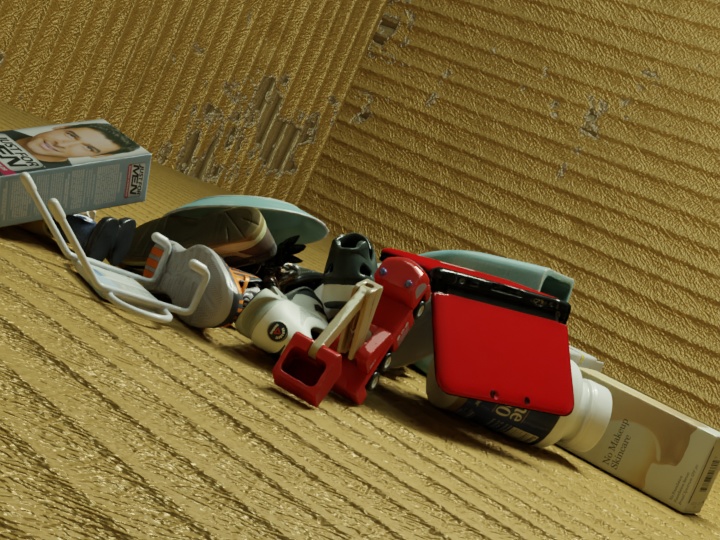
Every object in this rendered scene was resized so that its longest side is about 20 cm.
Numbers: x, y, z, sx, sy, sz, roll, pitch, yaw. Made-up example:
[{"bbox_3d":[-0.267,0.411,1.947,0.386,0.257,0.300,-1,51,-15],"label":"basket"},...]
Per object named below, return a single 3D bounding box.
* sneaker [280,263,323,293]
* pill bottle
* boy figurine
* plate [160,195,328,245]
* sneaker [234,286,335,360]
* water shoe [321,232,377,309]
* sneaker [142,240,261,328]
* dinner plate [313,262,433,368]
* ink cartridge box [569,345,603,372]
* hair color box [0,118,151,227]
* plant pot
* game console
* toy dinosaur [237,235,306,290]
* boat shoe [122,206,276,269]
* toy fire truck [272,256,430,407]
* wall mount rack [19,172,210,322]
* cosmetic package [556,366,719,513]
[{"bbox_3d":[-0.028,0.046,1.673,0.199,0.077,0.114,19,7,-22],"label":"sneaker"},{"bbox_3d":[0.185,0.137,1.428,0.199,0.111,0.111,23,4,-15],"label":"pill bottle"},{"bbox_3d":[-0.342,-0.069,1.361,0.199,0.065,0.124,29,12,23],"label":"boy figurine"},{"bbox_3d":[-0.136,-0.060,1.462,0.199,0.026,0.200,1,-12,0],"label":"plate"},{"bbox_3d":[-0.061,0.068,1.264,0.088,0.074,0.200,39,8,9],"label":"sneaker"},{"bbox_3d":[0.000,0.000,1.326,0.071,0.079,0.200,6,2,2],"label":"water shoe"},{"bbox_3d":[-0.140,0.020,1.278,0.112,0.078,0.200,21,5,-32],"label":"sneaker"},{"bbox_3d":[0.023,0.042,1.415,0.199,0.024,0.201,-6,34,4],"label":"dinner plate"},{"bbox_3d":[0.240,0.149,1.596,0.068,0.116,0.200,26,3,26],"label":"ink cartridge box"},{"bbox_3d":[-0.329,-0.103,1.286,0.199,0.061,0.099,-14,38,-43],"label":"hair color box"},{"bbox_3d":[0.155,0.067,1.703,0.199,0.197,0.196,20,2,22],"label":"plant pot"},{"bbox_3d":[0.124,0.065,1.337,0.199,0.119,0.172,15,4,-36],"label":"game console"},{"bbox_3d":[-0.140,0.012,1.493,0.135,0.103,0.200,9,28,38],"label":"toy dinosaur"},{"bbox_3d":[-0.186,-0.021,1.387,0.199,0.073,0.065,-5,-44,30],"label":"boat shoe"},{"bbox_3d":[-0.002,0.055,1.168,0.049,0.200,0.141,26,-24,20],"label":"toy fire truck"},{"bbox_3d":[-0.245,-0.020,1.185,0.173,0.075,0.200,22,4,-31],"label":"wall mount rack"},{"bbox_3d":[0.340,0.206,1.519,0.199,0.106,0.071,25,4,34],"label":"cosmetic package"}]
